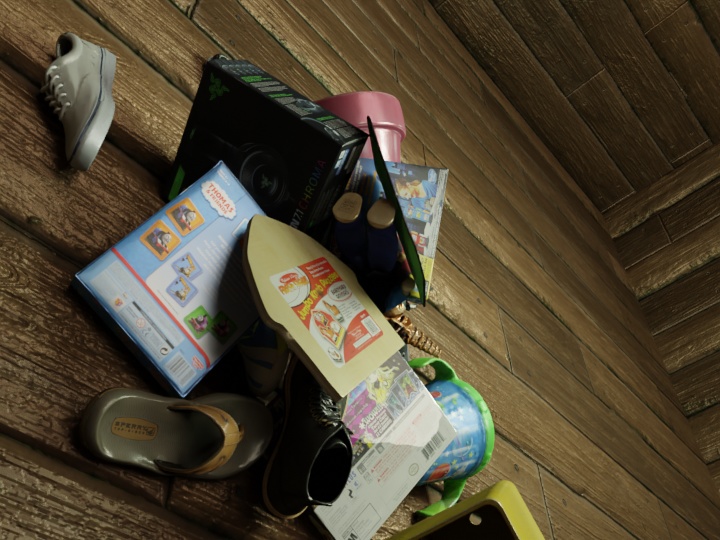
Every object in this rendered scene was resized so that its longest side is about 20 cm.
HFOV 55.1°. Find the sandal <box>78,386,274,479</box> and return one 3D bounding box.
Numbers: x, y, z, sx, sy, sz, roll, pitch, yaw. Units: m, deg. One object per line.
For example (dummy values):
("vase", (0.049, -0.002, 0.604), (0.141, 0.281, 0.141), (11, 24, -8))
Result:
("sandal", (-0.152, 0.146, 0.624), (0.198, 0.054, 0.084), (25, 72, -45))

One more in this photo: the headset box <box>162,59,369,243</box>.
("headset box", (-0.118, -0.127, 0.812), (0.198, 0.177, 0.093), (33, 24, 10))

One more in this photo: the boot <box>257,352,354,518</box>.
("boot", (-0.030, 0.138, 0.675), (0.076, 0.138, 0.205), (19, 65, -17))

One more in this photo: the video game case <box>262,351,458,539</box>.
("video game case", (-0.005, 0.181, 0.775), (0.199, 0.036, 0.183), (-41, 96, -30))

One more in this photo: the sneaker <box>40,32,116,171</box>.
("sneaker", (-0.309, -0.184, 0.744), (0.070, 0.073, 0.202), (21, 34, -34))

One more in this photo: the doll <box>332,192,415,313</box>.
("doll", (0.000, 0.000, 0.824), (0.203, 0.133, 0.049), (89, 15, -46))

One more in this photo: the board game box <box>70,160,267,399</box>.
("board game box", (-0.165, 0.005, 0.706), (0.152, 0.036, 0.200), (50, 57, -9))

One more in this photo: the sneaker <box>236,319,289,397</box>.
("sneaker", (-0.139, 0.048, 0.781), (0.103, 0.076, 0.203), (22, 36, -28))

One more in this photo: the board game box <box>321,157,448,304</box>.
("board game box", (0.007, -0.071, 0.932), (0.195, 0.062, 0.204), (18, 65, -10))

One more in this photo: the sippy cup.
("sippy cup", (0.087, 0.218, 0.906), (0.129, 0.140, 0.180), (-2, 53, -47))

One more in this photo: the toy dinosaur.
("toy dinosaur", (0.035, 0.043, 0.974), (0.136, 0.101, 0.203), (-42, 109, -51))

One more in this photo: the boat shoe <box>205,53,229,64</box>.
("boat shoe", (-0.172, -0.250, 1.035), (0.075, 0.060, 0.203), (-2, 63, -59))

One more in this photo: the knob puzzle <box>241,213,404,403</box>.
("knob puzzle", (-0.054, 0.029, 0.705), (0.218, 0.030, 0.222), (38, 27, -22))

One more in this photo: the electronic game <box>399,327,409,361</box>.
("electronic game", (-0.002, 0.072, 0.995), (0.199, 0.042, 0.202), (38, 27, -23))

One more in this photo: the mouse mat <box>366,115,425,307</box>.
("mouse mat", (0.045, -0.065, 0.823), (0.161, 0.007, 0.204), (70, 1, -75))

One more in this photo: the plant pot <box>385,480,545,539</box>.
("plant pot", (0.135, 0.353, 0.775), (0.203, 0.198, 0.176), (60, 21, 8))

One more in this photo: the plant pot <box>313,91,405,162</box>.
("plant pot", (-0.014, -0.152, 1.074), (0.198, 0.196, 0.184), (-2, 77, -59))
